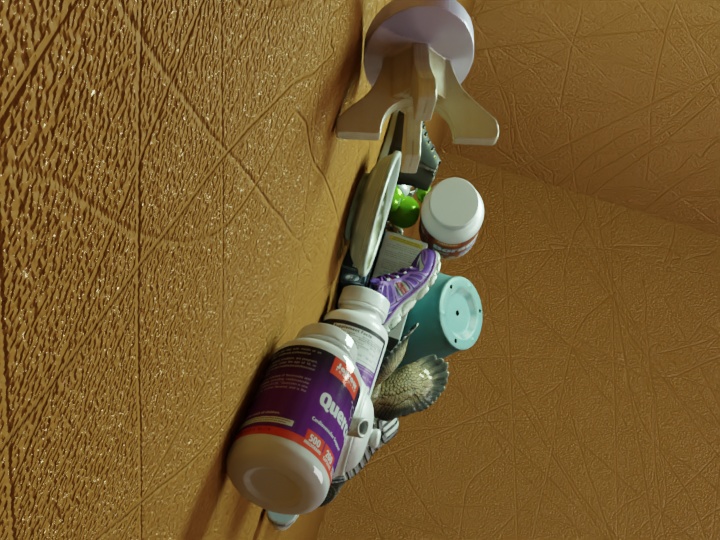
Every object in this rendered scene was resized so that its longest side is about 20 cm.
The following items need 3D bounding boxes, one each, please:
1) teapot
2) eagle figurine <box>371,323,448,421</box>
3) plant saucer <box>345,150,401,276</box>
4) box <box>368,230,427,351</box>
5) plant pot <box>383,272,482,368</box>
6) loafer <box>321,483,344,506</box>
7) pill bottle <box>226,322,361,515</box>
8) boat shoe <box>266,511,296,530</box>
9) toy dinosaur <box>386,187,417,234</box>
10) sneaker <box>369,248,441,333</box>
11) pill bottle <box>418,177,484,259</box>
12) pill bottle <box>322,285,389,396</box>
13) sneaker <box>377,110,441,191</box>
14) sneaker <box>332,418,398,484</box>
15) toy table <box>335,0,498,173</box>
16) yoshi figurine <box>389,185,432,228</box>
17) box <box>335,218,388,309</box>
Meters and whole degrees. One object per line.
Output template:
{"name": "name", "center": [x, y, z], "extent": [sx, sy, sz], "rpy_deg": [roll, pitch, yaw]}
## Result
{"name": "teapot", "center": [-0.043, 0.203, 1.217], "extent": [0.201, 0.144, 0.200], "rpy_deg": [-67, 173, -58]}
{"name": "eagle figurine", "center": [0.034, 0.181, 1.546], "extent": [0.151, 0.197, 0.154], "rpy_deg": [-16, 92, -67]}
{"name": "plant saucer", "center": [0.014, -0.093, 1.424], "extent": [0.200, 0.049, 0.204], "rpy_deg": [16, 89, -85]}
{"name": "box", "center": [0.055, 0.038, 1.633], "extent": [0.049, 0.081, 0.204], "rpy_deg": [0, 107, -85]}
{"name": "plant pot", "center": [0.122, 0.088, 1.732], "extent": [0.198, 0.186, 0.204], "rpy_deg": [7, 80, -46]}
{"name": "loafer", "center": [-0.063, 0.387, 1.762], "extent": [0.200, 0.075, 0.070], "rpy_deg": [-44, -157, 29]}
{"name": "pill bottle", "center": [-0.064, 0.154, 0.996], "extent": [0.202, 0.111, 0.114], "rpy_deg": [-69, 173, -45]}
{"name": "boat shoe", "center": [-0.093, 0.327, 1.474], "extent": [0.087, 0.073, 0.204], "rpy_deg": [98, 12, -59]}
{"name": "toy dinosaur", "center": [0.073, -0.142, 1.937], "extent": [0.201, 0.076, 0.103], "rpy_deg": [-75, -169, -61]}
{"name": "sneaker", "center": [0.061, 0.028, 1.543], "extent": [0.200, 0.084, 0.080], "rpy_deg": [-47, -171, -23]}
{"name": "pill bottle", "center": [0.160, -0.094, 1.614], "extent": [0.200, 0.110, 0.114], "rpy_deg": [78, 30, -78]}
{"name": "pill bottle", "center": [-0.020, 0.131, 1.428], "extent": [0.112, 0.110, 0.203], "rpy_deg": [96, 12, -67]}
{"name": "sneaker", "center": [0.102, -0.240, 1.610], "extent": [0.075, 0.104, 0.203], "rpy_deg": [65, 42, -83]}
{"name": "sneaker", "center": [-0.032, 0.303, 1.616], "extent": [0.198, 0.114, 0.077], "rpy_deg": [-28, 113, -37]}
{"name": "toy table", "center": [0.063, -0.202, 1.028], "extent": [0.200, 0.180, 0.119], "rpy_deg": [66, 24, -69]}
{"name": "yoshi figurine", "center": [0.084, -0.153, 1.732], "extent": [0.113, 0.110, 0.201], "rpy_deg": [111, 3, -45]}
{"name": "box", "center": [0.000, 0.000, 1.618], "extent": [0.202, 0.043, 0.162], "rpy_deg": [100, 8, -51]}
